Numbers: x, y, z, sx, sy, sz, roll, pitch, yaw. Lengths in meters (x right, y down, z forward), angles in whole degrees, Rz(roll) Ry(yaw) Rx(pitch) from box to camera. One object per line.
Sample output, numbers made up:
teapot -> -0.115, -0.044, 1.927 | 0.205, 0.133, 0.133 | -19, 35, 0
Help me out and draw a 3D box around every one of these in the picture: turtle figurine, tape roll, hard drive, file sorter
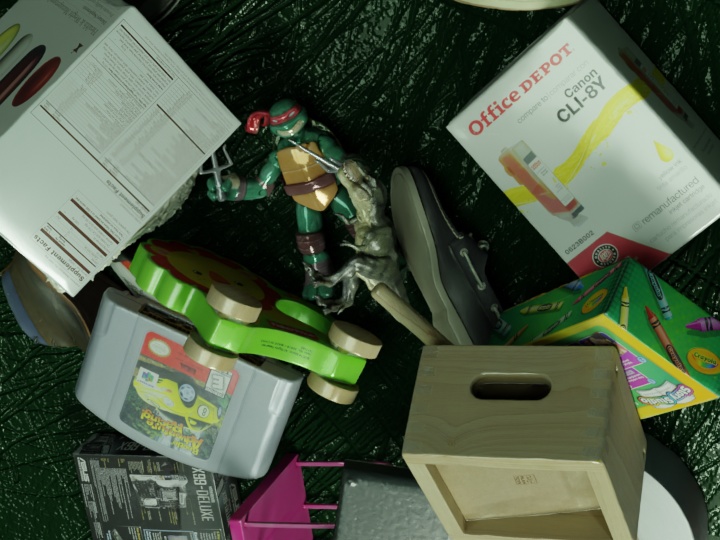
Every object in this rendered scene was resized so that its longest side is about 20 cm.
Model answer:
turtle figurine -> -0.044, -0.077, 1.380 | 0.150, 0.101, 0.200 | -11, 118, 33
tape roll -> 0.206, 0.233, 1.415 | 0.200, 0.066, 0.200 | 8, 112, 19
hard drive -> 0.074, 0.245, 1.377 | 0.200, 0.033, 0.140 | 8, 107, 0
file sorter -> -0.025, 0.293, 1.491 | 0.125, 0.139, 0.200 | -1, 109, 21

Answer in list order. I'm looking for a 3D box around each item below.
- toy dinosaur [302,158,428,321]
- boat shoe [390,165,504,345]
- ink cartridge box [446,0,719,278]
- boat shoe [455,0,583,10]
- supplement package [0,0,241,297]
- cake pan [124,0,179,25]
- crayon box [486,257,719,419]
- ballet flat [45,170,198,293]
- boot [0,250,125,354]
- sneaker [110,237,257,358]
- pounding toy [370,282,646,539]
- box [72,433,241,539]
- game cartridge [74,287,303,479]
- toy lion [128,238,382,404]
toy dinosaur -> 0.000, 0.000, 1.348 | 0.088, 0.047, 0.200 | -26, 133, -6
boat shoe -> 0.083, -0.004, 1.390 | 0.063, 0.073, 0.200 | -23, 96, -16
ink cartridge box -> 0.191, -0.097, 1.283 | 0.200, 0.083, 0.145 | 48, 120, -1
boat shoe -> 0.088, -0.255, 1.274 | 0.200, 0.072, 0.065 | 16, 115, 23
supplement package -> -0.246, -0.124, 1.317 | 0.200, 0.191, 0.147 | -46, 125, -5
cake pan -> -0.241, -0.304, 1.408 | 0.200, 0.037, 0.200 | 8, 113, 19
crayon box -> 0.199, 0.066, 1.286 | 0.119, 0.058, 0.200 | 35, 154, -14
ballet flat -> -0.216, -0.045, 1.419 | 0.072, 0.072, 0.200 | 47, 118, 0
boot -> -0.274, 0.051, 1.552 | 0.097, 0.075, 0.200 | -27, 97, 46
sneaker -> -0.178, 0.057, 1.504 | 0.201, 0.067, 0.108 | 34, 116, 4
pounding toy -> 0.114, 0.117, 1.266 | 0.200, 0.142, 0.184 | 0, 146, 21
box -> -0.195, 0.265, 1.600 | 0.158, 0.050, 0.200 | -2, 109, 23
game cartridge -> -0.164, 0.111, 1.467 | 0.200, 0.041, 0.133 | 23, 120, 6
toy lion -> -0.104, 0.033, 1.418 | 0.200, 0.192, 0.069 | 18, 105, -29
